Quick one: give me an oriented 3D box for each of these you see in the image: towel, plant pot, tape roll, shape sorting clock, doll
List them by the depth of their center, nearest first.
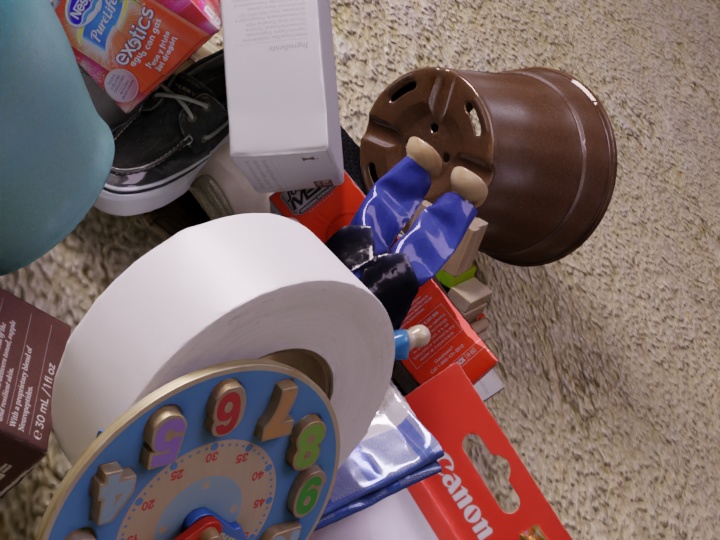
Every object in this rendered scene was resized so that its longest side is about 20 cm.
[{"bbox_3d":[-0.090,0.139,0.744,0.199,0.202,0.039,9,25,-48],"label":"shape sorting clock"},{"bbox_3d":[-0.077,0.069,0.787,0.201,0.204,0.071,9,27,-49],"label":"tape roll"},{"bbox_3d":[-0.254,-0.102,0.808,0.188,0.198,0.202,52,26,-39],"label":"plant pot"},{"bbox_3d":[-0.049,0.089,0.916,0.145,0.024,0.201,-22,48,-18],"label":"towel"},{"bbox_3d":[0.000,0.000,0.932,0.136,0.049,0.201,34,70,12],"label":"doll"},{"bbox_3d":[0.115,-0.106,1.280,0.197,0.200,0.202,2,57,-54],"label":"plant pot"}]

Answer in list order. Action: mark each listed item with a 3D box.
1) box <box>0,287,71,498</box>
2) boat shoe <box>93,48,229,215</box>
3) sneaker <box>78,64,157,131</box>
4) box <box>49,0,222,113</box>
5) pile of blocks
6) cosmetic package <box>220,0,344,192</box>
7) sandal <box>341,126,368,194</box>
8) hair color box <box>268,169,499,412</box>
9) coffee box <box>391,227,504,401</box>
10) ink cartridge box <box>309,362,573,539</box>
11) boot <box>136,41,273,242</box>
[{"bbox_3d":[-0.269,0.039,0.759,0.199,0.075,0.101,31,38,-29],"label":"box"},{"bbox_3d":[-0.131,-0.117,0.987,0.072,0.071,0.200,31,48,14],"label":"boat shoe"},{"bbox_3d":[-0.218,-0.145,0.968,0.076,0.081,0.199,41,30,27],"label":"sneaker"},{"bbox_3d":[-0.157,-0.210,0.984,0.100,0.095,0.201,46,19,-18],"label":"box"},{"bbox_3d":[0.080,0.036,1.189,0.062,0.081,0.203,-19,110,-57],"label":"pile of blocks"},{"bbox_3d":[-0.057,-0.165,0.940,0.102,0.073,0.203,62,24,-78],"label":"cosmetic package"},{"bbox_3d":[-0.029,-0.100,1.251,0.200,0.045,0.076,43,35,-43],"label":"sandal"},{"bbox_3d":[0.014,0.014,1.012,0.201,0.061,0.102,50,-8,5],"label":"hair color box"},{"bbox_3d":[0.019,0.045,1.125,0.201,0.080,0.113,59,32,8],"label":"coffee box"},{"bbox_3d":[0.028,0.181,0.910,0.164,0.199,0.057,56,-3,7],"label":"ink cartridge box"},{"bbox_3d":[-0.140,-0.103,1.074,0.200,0.072,0.155,49,36,0],"label":"boot"}]
